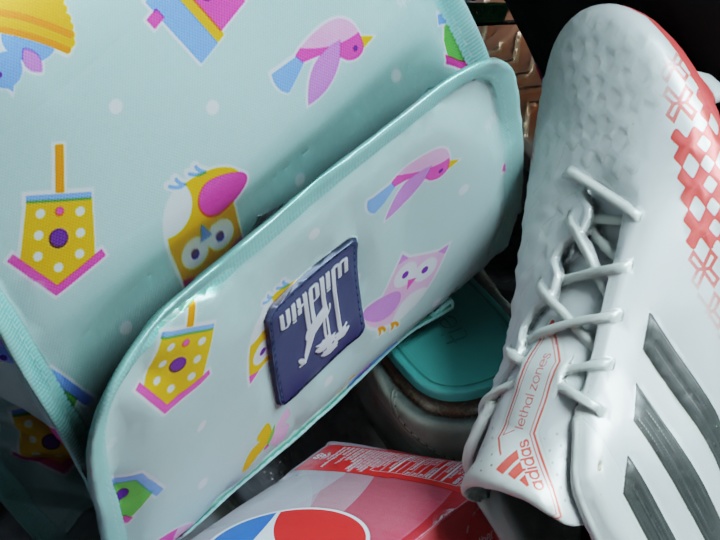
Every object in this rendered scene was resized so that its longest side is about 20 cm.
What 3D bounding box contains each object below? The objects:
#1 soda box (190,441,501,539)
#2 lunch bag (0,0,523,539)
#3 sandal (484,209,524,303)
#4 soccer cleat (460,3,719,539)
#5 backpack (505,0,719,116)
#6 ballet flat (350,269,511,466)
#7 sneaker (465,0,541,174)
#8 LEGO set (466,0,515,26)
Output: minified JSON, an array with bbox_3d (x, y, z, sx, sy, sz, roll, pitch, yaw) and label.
[{"bbox_3d":[-0.031,0.114,0.688,0.200,0.063,0.070,-31,119,-52],"label":"soda box"},{"bbox_3d":[-0.055,-0.034,0.697,0.170,0.122,0.200,-42,117,-24],"label":"lunch bag"},{"bbox_3d":[0.088,0.017,0.837,0.075,0.200,0.045,-23,116,-38],"label":"sandal"},{"bbox_3d":[0.064,0.029,0.713,0.085,0.069,0.200,-7,96,-38],"label":"soccer cleat"},{"bbox_3d":[0.122,-0.098,0.768,0.150,0.177,0.200,-32,112,-32],"label":"backpack"},{"bbox_3d":[0.000,0.000,0.828,0.067,0.064,0.200,-20,46,-13],"label":"ballet flat"},{"bbox_3d":[0.103,-0.022,0.960,0.071,0.080,0.200,-33,66,-14],"label":"sneaker"},{"bbox_3d":[0.055,-0.160,0.906,0.200,0.154,0.116,-10,41,-20],"label":"LEGO set"}]
